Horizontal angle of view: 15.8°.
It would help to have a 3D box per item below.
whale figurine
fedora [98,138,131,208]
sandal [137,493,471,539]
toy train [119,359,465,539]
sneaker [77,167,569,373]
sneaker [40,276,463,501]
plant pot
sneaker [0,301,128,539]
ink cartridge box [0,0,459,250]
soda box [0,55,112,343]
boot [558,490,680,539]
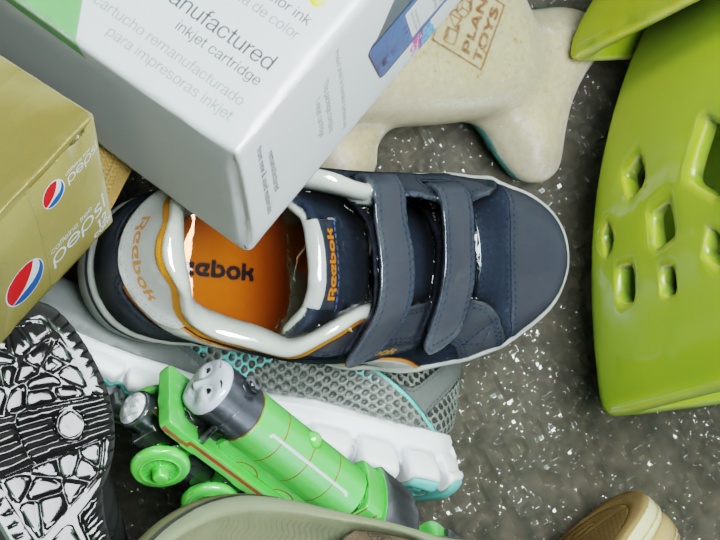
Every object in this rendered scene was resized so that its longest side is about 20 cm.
[{"bbox_3d":[0.006,-0.106,1.046,0.199,0.103,0.160,24,81,-36],"label":"whale figurine"},{"bbox_3d":[-0.170,-0.049,0.975,0.199,0.082,0.202,-1,59,2],"label":"fedora"},{"bbox_3d":[-0.001,0.126,0.946,0.200,0.057,0.080,4,94,-26],"label":"sandal"},{"bbox_3d":[-0.013,0.094,0.996,0.056,0.042,0.200,-29,132,24],"label":"toy train"},{"bbox_3d":[0.000,0.000,0.972,0.199,0.079,0.079,-4,87,-24],"label":"sneaker"},{"bbox_3d":[-0.046,0.026,1.030,0.199,0.078,0.092,19,73,-20],"label":"sneaker"},{"bbox_3d":[0.206,-0.053,1.018,0.198,0.200,0.183,-6,81,-29],"label":"plant pot"},{"bbox_3d":[-0.116,0.113,0.986,0.060,0.104,0.201,-17,90,-19],"label":"sneaker"},{"bbox_3d":[-0.034,-0.134,0.911,0.145,0.088,0.200,36,72,15],"label":"ink cartridge box"},{"bbox_3d":[-0.182,-0.062,0.894,0.199,0.068,0.064,32,64,19],"label":"soda box"},{"bbox_3d":[0.113,0.207,1.051,0.155,0.073,0.201,31,81,-10],"label":"boot"}]
